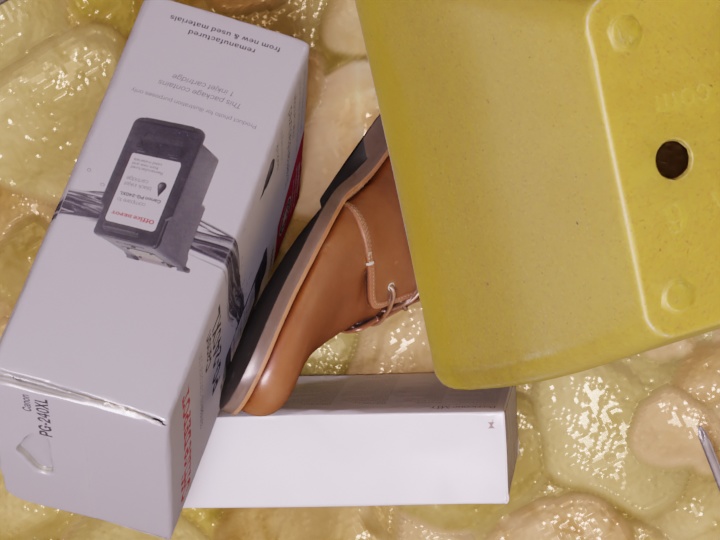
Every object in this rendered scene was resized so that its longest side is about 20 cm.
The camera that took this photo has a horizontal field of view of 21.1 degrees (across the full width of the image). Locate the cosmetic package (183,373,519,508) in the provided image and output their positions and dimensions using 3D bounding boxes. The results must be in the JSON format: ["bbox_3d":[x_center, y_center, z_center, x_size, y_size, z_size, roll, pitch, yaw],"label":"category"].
[{"bbox_3d":[-0.023,0.085,0.966,0.198,0.083,0.051,-2,99,9],"label":"cosmetic package"}]

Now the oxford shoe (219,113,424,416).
[{"bbox_3d":[0.000,0.000,0.904,0.071,0.200,0.071,37,143,-4],"label":"oxford shoe"}]

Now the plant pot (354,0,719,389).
[{"bbox_3d":[0.133,-0.059,0.837,0.199,0.176,0.201,-15,97,-16],"label":"plant pot"}]

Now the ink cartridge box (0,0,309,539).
[{"bbox_3d":[-0.092,0.003,0.884,0.083,0.145,0.201,16,63,4],"label":"ink cartridge box"}]

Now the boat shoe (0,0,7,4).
[{"bbox_3d":[-0.188,-0.228,0.943,0.075,0.072,0.202,3,100,8],"label":"boat shoe"}]

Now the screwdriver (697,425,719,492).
[{"bbox_3d":[0.210,0.168,0.975,0.029,0.028,0.201,-20,96,-20],"label":"screwdriver"}]
